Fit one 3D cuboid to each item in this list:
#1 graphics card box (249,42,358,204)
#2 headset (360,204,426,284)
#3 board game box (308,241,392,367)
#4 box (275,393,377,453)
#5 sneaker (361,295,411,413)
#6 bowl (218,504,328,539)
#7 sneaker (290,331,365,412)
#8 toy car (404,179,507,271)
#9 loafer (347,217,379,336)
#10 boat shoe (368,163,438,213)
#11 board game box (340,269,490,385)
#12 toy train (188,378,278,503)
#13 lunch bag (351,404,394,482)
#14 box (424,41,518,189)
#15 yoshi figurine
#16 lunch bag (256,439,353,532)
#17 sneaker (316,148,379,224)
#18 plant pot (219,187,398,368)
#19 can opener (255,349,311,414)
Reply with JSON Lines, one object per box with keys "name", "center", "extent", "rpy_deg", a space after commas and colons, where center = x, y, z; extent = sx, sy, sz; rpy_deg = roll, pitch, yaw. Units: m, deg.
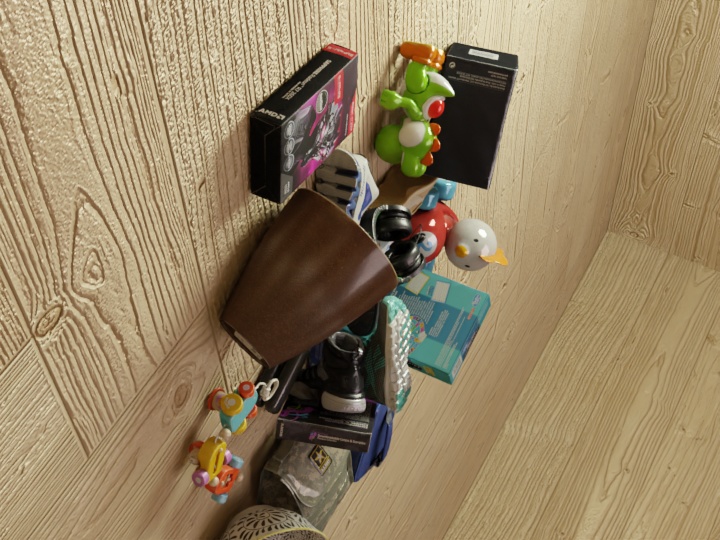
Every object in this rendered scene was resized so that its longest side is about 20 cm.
{"name": "graphics card box", "center": [-0.070, -0.190, 1.457], "extent": [0.200, 0.051, 0.126], "rpy_deg": [-48, 154, -42]}
{"name": "headset", "center": [0.046, -0.039, 1.768], "extent": [0.200, 0.094, 0.124], "rpy_deg": [-17, 90, -61]}
{"name": "board game box", "center": [-0.017, 0.063, 1.902], "extent": [0.199, 0.043, 0.201], "rpy_deg": [-45, 151, -47]}
{"name": "box", "center": [-0.049, 0.227, 1.754], "extent": [0.200, 0.142, 0.036], "rpy_deg": [-63, 162, -82]}
{"name": "sneaker", "center": [0.026, 0.127, 1.738], "extent": [0.078, 0.091, 0.201], "rpy_deg": [-47, 144, -54]}
{"name": "bowl", "center": [-0.158, 0.437, 1.807], "extent": [0.200, 0.094, 0.201], "rpy_deg": [-19, 140, -17]}
{"name": "sneaker", "center": [-0.047, 0.147, 1.741], "extent": [0.075, 0.200, 0.114], "rpy_deg": [8, 92, -31]}
{"name": "toy car", "center": [0.169, -0.051, 2.039], "extent": [0.177, 0.199, 0.185], "rpy_deg": [-30, 138, -61]}
{"name": "loafer", "center": [0.000, 0.000, 1.758], "extent": [0.063, 0.072, 0.201], "rpy_deg": [-39, 122, -58]}
{"name": "boat shoe", "center": [0.066, -0.122, 1.891], "extent": [0.200, 0.074, 0.069], "rpy_deg": [-42, 157, -43]}
{"name": "board game box", "center": [0.087, 0.074, 1.821], "extent": [0.151, 0.199, 0.047], "rpy_deg": [-61, 159, -19]}
{"name": "toy train", "center": [-0.192, 0.235, 1.605], "extent": [0.201, 0.055, 0.150], "rpy_deg": [-67, 163, 7]}
{"name": "lunch bag", "center": [-0.009, 0.280, 2.031], "extent": [0.136, 0.132, 0.201], "rpy_deg": [-33, 141, -59]}
{"name": "box", "center": [0.181, -0.259, 1.875], "extent": [0.200, 0.123, 0.199], "rpy_deg": [-64, 166, -72]}
{"name": "yoshi figurine", "center": [0.069, -0.247, 1.756], "extent": [0.112, 0.112, 0.201], "rpy_deg": [-166, -98, -69]}
{"name": "lunch bag", "center": [-0.093, 0.337, 1.895], "extent": [0.164, 0.117, 0.201], "rpy_deg": [-54, 152, -40]}
{"name": "sneaker", "center": [-0.021, -0.085, 1.665], "extent": [0.115, 0.080, 0.200], "rpy_deg": [-23, 131, -61]}
{"name": "plant pot", "center": [-0.084, 0.027, 1.504], "extent": [0.200, 0.187, 0.187], "rpy_deg": [-47, 156, -15]}
{"name": "can opener", "center": [-0.098, 0.125, 1.734], "extent": [0.201, 0.053, 0.067], "rpy_deg": [-63, 160, -10]}
